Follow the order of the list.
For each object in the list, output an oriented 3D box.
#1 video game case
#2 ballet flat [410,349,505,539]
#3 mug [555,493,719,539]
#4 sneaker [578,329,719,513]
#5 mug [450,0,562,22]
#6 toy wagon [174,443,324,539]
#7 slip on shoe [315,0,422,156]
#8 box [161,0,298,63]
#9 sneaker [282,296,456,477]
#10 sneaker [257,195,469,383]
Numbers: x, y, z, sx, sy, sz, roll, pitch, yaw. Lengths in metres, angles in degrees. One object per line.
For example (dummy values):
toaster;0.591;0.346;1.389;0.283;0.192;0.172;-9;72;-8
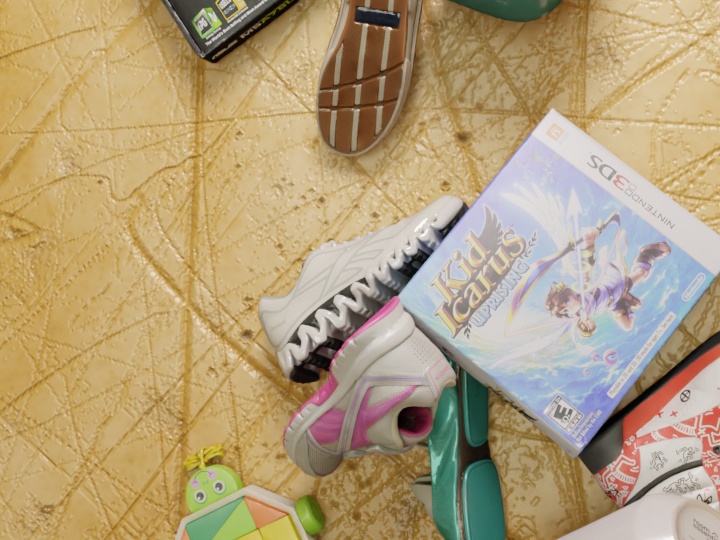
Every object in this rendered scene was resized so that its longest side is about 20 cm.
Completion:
video game case;0.155;0.008;1.090;0.181;0.045;0.200;38;80;11
ballet flat;0.072;0.149;1.134;0.070;0.067;0.203;-6;88;36
mug;0.214;0.237;1.039;0.153;0.185;0.150;-45;63;35
sneaker;0.273;0.118;1.081;0.201;0.067;0.108;-40;85;10
mug;0.128;-0.281;1.072;0.113;0.152;0.187;23;95;10
toy wagon;-0.099;0.243;1.178;0.154;0.040;0.202;-27;84;11
slip on shoe;0.012;-0.192;1.144;0.075;0.061;0.202;13;113;11
box;-0.101;-0.308;1.180;0.199;0.047;0.194;-34;85;10
sneaker;0.007;0.112;1.096;0.088;0.081;0.200;42;140;9
sneaker;0.000;0.000;1.144;0.199;0.075;0.081;-39;63;5
